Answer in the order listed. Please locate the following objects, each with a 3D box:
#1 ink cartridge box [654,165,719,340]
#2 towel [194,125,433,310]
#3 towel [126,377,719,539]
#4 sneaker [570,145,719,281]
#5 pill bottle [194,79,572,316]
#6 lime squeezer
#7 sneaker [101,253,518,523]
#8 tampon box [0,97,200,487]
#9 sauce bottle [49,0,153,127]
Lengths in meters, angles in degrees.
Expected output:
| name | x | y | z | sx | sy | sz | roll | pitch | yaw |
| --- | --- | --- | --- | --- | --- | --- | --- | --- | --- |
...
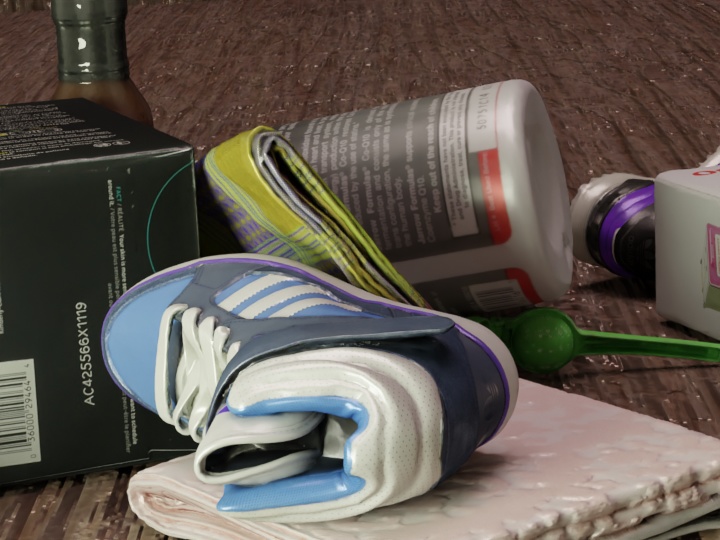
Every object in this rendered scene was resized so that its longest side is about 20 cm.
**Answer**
| name | x | y | z | sx | sy | sz | roll | pitch | yaw |
| --- | --- | --- | --- | --- | --- | --- | --- | --- | --- |
| ink cartridge box | 0.260 | -0.006 | 1.286 | 0.144 | 0.085 | 0.200 | -7 | 14 | -19 |
| towel | -0.028 | 0.003 | 1.127 | 0.023 | 0.144 | 0.200 | -45 | 10 | -18 |
| towel | 0.034 | 0.090 | 1.023 | 0.200 | 0.032 | 0.191 | -12 | 16 | -34 |
| sneaker | 0.226 | -0.028 | 1.466 | 0.200 | 0.070 | 0.099 | -16 | 24 | -34 |
| pill bottle | 0.000 | -0.025 | 1.261 | 0.200 | 0.114 | 0.114 | -10 | 10 | 15 |
| lime squeezer | 0.086 | 0.040 | 1.227 | 0.200 | 0.038 | 0.071 | -9 | 10 | -33 |
| sneaker | -0.048 | 0.047 | 0.985 | 0.200 | 0.081 | 0.146 | 9 | 14 | 26 |
| tampon box | -0.163 | 0.005 | 1.188 | 0.126 | 0.150 | 0.200 | -7 | 12 | -19 |
| sauce bottle | -0.141 | -0.051 | 1.330 | 0.065 | 0.200 | 0.065 | -4 | 14 | 1 |
